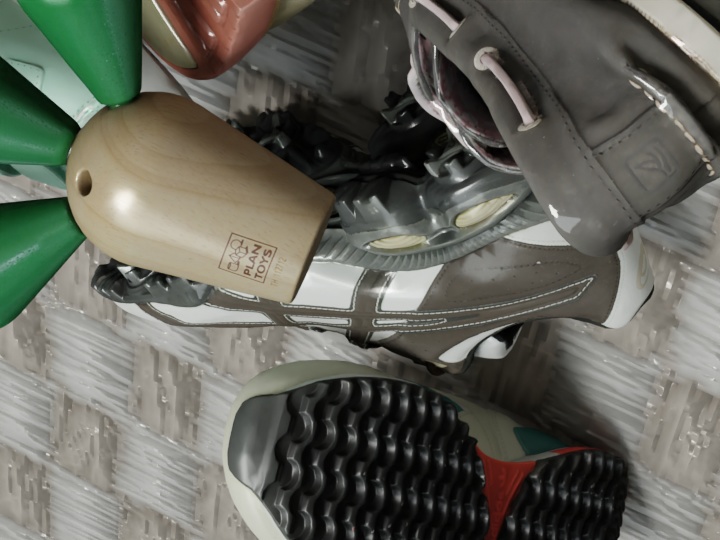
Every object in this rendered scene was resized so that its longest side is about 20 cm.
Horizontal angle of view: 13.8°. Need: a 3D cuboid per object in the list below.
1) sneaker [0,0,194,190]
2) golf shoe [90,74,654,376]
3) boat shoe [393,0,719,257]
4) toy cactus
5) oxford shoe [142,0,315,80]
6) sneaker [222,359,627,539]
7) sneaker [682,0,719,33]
[{"bbox_3d":[-0.119,-0.033,0.860,0.200,0.118,0.074,37,172,25],"label":"sneaker"},{"bbox_3d":[0.000,0.000,0.898,0.199,0.078,0.095,-8,133,47],"label":"golf shoe"},{"bbox_3d":[0.038,-0.047,0.736,0.067,0.057,0.200,45,177,-17],"label":"boat shoe"},{"bbox_3d":[-0.087,-0.038,0.762,0.164,0.102,0.201,22,107,2],"label":"toy cactus"},{"bbox_3d":[-0.008,-0.119,0.744,0.071,0.074,0.200,54,152,2],"label":"oxford shoe"},{"bbox_3d":[0.001,0.067,0.943,0.093,0.071,0.199,12,177,36],"label":"sneaker"},{"bbox_3d":[0.118,-0.079,0.717,0.200,0.072,0.083,44,104,2],"label":"sneaker"}]
